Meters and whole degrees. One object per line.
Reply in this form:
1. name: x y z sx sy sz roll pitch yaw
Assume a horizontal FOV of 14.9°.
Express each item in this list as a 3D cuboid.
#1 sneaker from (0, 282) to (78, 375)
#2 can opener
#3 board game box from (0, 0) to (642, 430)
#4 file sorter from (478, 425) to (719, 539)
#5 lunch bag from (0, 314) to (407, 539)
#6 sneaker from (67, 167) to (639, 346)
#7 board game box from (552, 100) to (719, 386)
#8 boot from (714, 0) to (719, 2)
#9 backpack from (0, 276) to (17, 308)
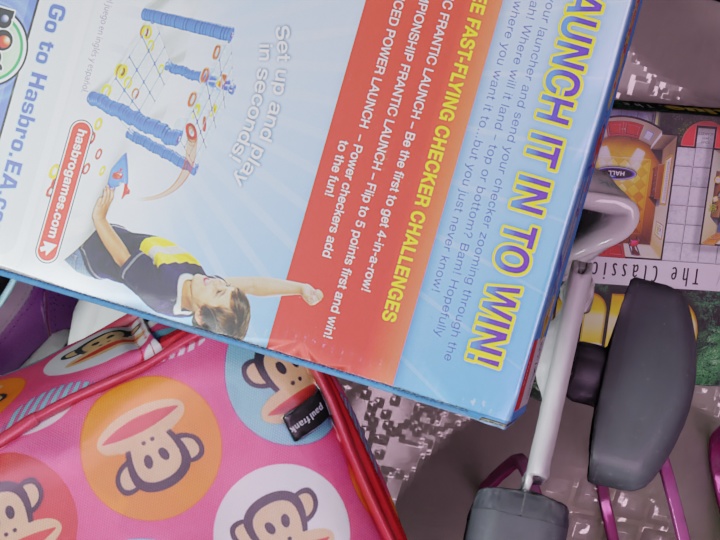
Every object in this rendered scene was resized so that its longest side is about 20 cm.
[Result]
1. sneaker: -0.078 0.068 0.962 0.200 0.114 0.073 41 96 -17
2. can opener: 0.061 0.092 0.899 0.066 0.053 0.201 16 78 5
3. board game box: -0.020 -0.078 0.800 0.195 0.056 0.201 17 92 7
4. file sorter: 0.153 0.111 0.995 0.199 0.139 0.126 -12 82 -7
5. lunch bag: -0.080 0.115 0.877 0.199 0.082 0.177 -26 107 -5
6. sneaker: 0.000 0.000 0.928 0.199 0.088 0.076 -22 108 -19
7. board game box: 0.087 -0.012 1.021 0.199 0.023 0.105 3 106 -12
8. boot: 0.097 -0.177 0.959 0.199 0.072 0.145 14 92 -11
9. backpack: -0.204 -0.047 0.882 0.176 0.153 0.200 -40 110 1
